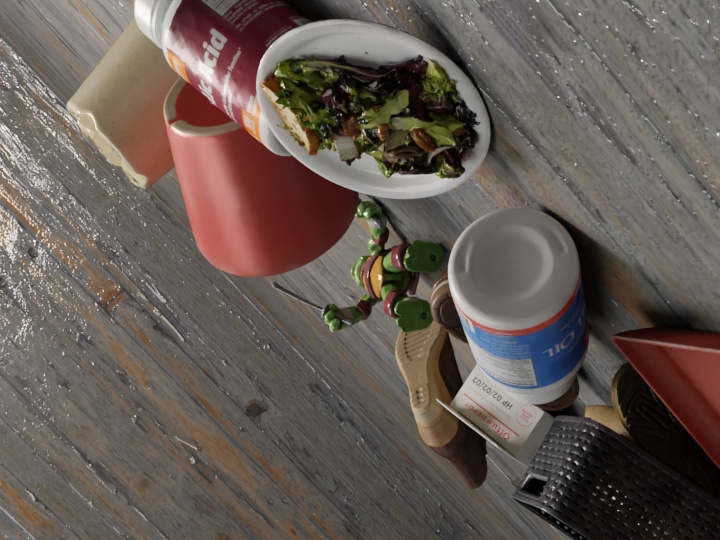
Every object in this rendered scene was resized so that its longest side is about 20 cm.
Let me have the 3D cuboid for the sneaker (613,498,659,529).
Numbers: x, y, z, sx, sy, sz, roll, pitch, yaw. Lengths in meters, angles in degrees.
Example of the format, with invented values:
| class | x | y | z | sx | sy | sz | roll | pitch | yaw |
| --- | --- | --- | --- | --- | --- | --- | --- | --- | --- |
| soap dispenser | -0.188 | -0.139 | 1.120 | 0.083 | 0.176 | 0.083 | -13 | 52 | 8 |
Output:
| class | x | y | z | sx | sy | sz | roll | pitch | yaw |
| --- | --- | --- | --- | --- | --- | --- | --- | --- | --- |
| sneaker | 0.309 | 0.261 | 1.208 | 0.200 | 0.085 | 0.073 | 46 | 170 | 2 |

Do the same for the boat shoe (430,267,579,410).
| class | x | y | z | sx | sy | sz | roll | pitch | yaw |
| --- | --- | --- | --- | --- | --- | --- | --- | --- | --- |
| boat shoe | 0.158 | 0.065 | 1.141 | 0.202 | 0.074 | 0.075 | 42 | -157 | -19 |

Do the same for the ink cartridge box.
| class | x | y | z | sx | sy | sz | roll | pitch | yaw |
| --- | --- | --- | --- | --- | --- | --- | --- | --- | --- |
| ink cartridge box | 0.187 | 0.184 | 1.296 | 0.115 | 0.068 | 0.199 | 35 | 179 | 38 |

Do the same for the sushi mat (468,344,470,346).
| class | x | y | z | sx | sy | sz | roll | pitch | yaw |
| --- | --- | --- | --- | --- | --- | --- | --- | --- | --- |
| sushi mat | 0.158 | 0.108 | 1.268 | 0.095 | 0.012 | 0.200 | 40 | -179 | 22 |

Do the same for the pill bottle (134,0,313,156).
| class | x | y | z | sx | sy | sz | roll | pitch | yaw |
| --- | --- | --- | --- | --- | --- | --- | --- | --- | --- |
| pill bottle | -0.110 | -0.206 | 0.980 | 0.199 | 0.114 | 0.115 | 40 | 168 | 22 |

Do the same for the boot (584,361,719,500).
| class | x | y | z | sx | sy | sz | roll | pitch | yaw |
| --- | --- | --- | --- | --- | --- | --- | --- | --- | --- |
| boot | 0.265 | 0.152 | 1.031 | 0.175 | 0.066 | 0.200 | 47 | 170 | -9 |

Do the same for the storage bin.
| class | x | y | z | sx | sy | sz | roll | pitch | yaw |
| --- | --- | --- | --- | --- | --- | --- | --- | --- | --- |
| storage bin | 0.254 | 0.227 | 0.981 | 0.198 | 0.095 | 0.135 | 34 | 171 | -2 |

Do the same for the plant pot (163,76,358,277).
| class | x | y | z | sx | sy | sz | roll | pitch | yaw |
| --- | --- | --- | --- | --- | --- | --- | --- | --- | --- |
| plant pot | -0.117 | -0.124 | 1.148 | 0.199 | 0.200 | 0.179 | 34 | 156 | 40 |

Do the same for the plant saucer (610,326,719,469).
| class | x | y | z | sx | sy | sz | roll | pitch | yaw |
| --- | --- | --- | --- | --- | --- | --- | --- | --- | --- |
| plant saucer | 0.309 | 0.116 | 0.818 | 0.200 | 0.037 | 0.200 | 48 | 167 | -12 |

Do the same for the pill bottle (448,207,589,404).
| class | x | y | z | sx | sy | sz | roll | pitch | yaw |
| --- | --- | --- | --- | --- | --- | --- | --- | --- | --- |
| pill bottle | 0.146 | 0.042 | 0.948 | 0.112 | 0.112 | 0.201 | 38 | 167 | 30 |

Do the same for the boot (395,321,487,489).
| class | x | y | z | sx | sy | sz | roll | pitch | yaw |
| --- | --- | --- | --- | --- | --- | --- | --- | --- | --- |
| boot | 0.110 | 0.162 | 1.385 | 0.167 | 0.071 | 0.202 | 54 | -154 | -36 |

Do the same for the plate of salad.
| class | x | y | z | sx | sy | sz | roll | pitch | yaw |
| --- | --- | --- | --- | --- | --- | --- | --- | --- | --- |
| plate of salad | 0.006 | -0.117 | 0.859 | 0.196 | 0.049 | 0.202 | 13 | 145 | 9 |

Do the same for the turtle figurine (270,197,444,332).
| class | x | y | z | sx | sy | sz | roll | pitch | yaw |
| --- | --- | --- | --- | --- | --- | --- | --- | --- | --- |
| turtle figurine | 0.000 | 0.000 | 1.245 | 0.200 | 0.145 | 0.193 | 46 | 165 | -25 |

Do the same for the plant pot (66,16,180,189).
| class | x | y | z | sx | sy | sz | roll | pitch | yaw |
| --- | --- | --- | --- | --- | --- | --- | --- | --- | --- |
| plant pot | -0.236 | -0.207 | 1.252 | 0.200 | 0.184 | 0.201 | 42 | 168 | 11 |
